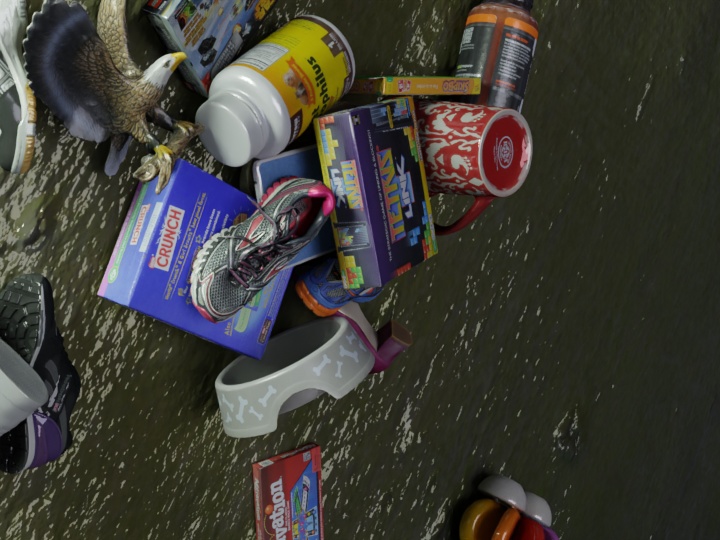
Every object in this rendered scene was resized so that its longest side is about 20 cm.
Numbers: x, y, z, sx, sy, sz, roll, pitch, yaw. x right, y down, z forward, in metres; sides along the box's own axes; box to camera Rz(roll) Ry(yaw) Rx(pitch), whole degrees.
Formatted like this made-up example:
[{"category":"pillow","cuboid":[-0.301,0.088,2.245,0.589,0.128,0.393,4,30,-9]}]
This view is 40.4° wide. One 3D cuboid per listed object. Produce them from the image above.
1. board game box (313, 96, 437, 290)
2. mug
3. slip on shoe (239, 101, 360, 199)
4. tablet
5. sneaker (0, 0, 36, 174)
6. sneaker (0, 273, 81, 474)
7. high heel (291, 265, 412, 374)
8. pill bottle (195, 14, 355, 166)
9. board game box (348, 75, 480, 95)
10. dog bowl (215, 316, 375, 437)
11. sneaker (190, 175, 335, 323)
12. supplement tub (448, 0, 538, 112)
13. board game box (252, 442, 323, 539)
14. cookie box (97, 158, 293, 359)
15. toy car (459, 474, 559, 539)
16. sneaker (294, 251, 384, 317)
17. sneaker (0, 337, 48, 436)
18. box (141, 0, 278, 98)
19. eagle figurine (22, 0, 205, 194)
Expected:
[{"category":"board game box","cuboid":[0.023,-0.097,1.171,0.165,0.056,0.204,-30,112,-58]},{"category":"mug","cuboid":[0.126,-0.145,1.287,0.134,0.198,0.179,-50,126,-24]},{"category":"slip on shoe","cuboid":[-0.064,-0.146,1.207,0.199,0.060,0.077,-36,121,-32]},{"category":"tablet","cuboid":[-0.043,-0.088,1.179,0.198,0.014,0.132,-22,108,-42]},{"category":"sneaker","cuboid":[-0.360,-0.192,0.932,0.086,0.075,0.204,-9,101,-25]},{"category":"sneaker","cuboid":[-0.334,0.102,1.016,0.087,0.075,0.204,-4,103,-61]},{"category":"high heel","cuboid":[-0.030,0.070,1.300,0.199,0.096,0.068,31,36,-28]},{"category":"pill bottle","cuboid":[-0.097,-0.202,1.110,0.200,0.108,0.110,-48,127,-39]},{"category":"board game box","cuboid":[0.058,-0.242,1.276,0.198,0.095,0.031,-6,103,-42]},{"category":"dog bowl","cuboid":[-0.083,0.120,1.159,0.199,0.199,0.059,-33,105,-33]},{"category":"sneaker","cuboid":[-0.109,-0.028,1.069,0.081,0.074,0.201,47,72,-28]},{"category":"supplement tub","cuboid":[0.191,-0.301,1.380,0.106,0.106,0.203,14,90,-43]},{"category":"board game box","cuboid":[-0.094,0.341,1.305,0.102,0.019,0.204,-13,107,-39]},{"category":"cookie box","cuboid":[-0.176,-0.013,1.118,0.199,0.075,0.174,29,76,-43]},{"category":"toy car","cuboid":[0.249,0.436,1.549,0.199,0.149,0.177,36,74,-40]},{"category":"sneaker","cuboid":[0.000,0.000,1.242,0.076,0.078,0.200,53,32,2]},{"category":"sneaker","cuboid":[-0.407,0.086,0.928,0.115,0.074,0.201,-39,97,10]},{"category":"box","cuboid":[-0.148,-0.311,1.075,0.202,0.039,0.137,-59,157,-18]},{"category":"eagle figurine","cuboid":[-0.242,-0.194,0.982,0.151,0.152,0.201,-43,113,-7]}]
